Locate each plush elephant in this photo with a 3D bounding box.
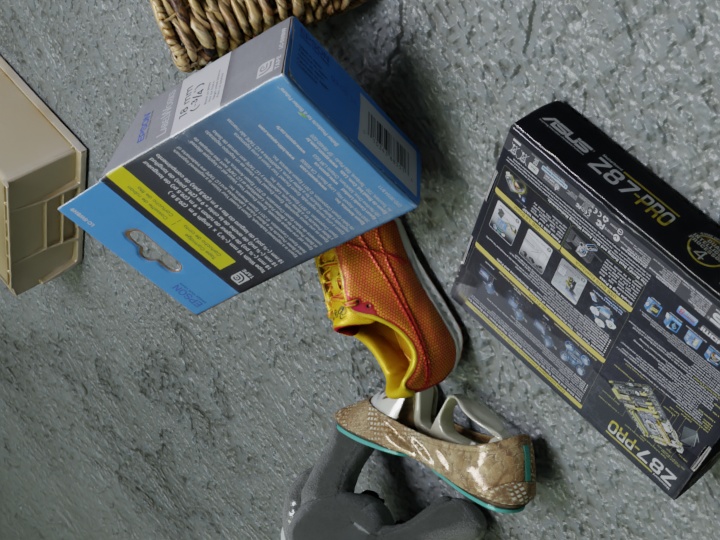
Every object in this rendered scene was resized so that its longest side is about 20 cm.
[{"bbox_3d":[0.000,0.252,1.044,0.165,0.200,0.155,31,157,26],"label":"plush elephant"}]

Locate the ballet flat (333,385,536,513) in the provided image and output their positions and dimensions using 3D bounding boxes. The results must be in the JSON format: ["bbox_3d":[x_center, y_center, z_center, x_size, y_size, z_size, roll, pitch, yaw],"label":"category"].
[{"bbox_3d":[0.059,0.121,0.950,0.200,0.070,0.065,18,103,42],"label":"ballet flat"}]

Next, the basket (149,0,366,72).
[{"bbox_3d":[-0.091,-0.251,0.838,0.143,0.149,0.200,-115,2,-78],"label":"basket"}]

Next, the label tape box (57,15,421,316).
[{"bbox_3d":[-0.081,-0.064,0.838,0.200,0.063,0.144,-25,132,28],"label":"label tape box"}]

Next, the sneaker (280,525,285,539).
[{"bbox_3d":[0.013,0.297,1.153,0.200,0.077,0.082,43,171,25],"label":"sneaker"}]

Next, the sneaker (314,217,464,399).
[{"bbox_3d":[0.000,0.000,0.905,0.200,0.077,0.073,57,149,7],"label":"sneaker"}]

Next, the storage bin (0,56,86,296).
[{"bbox_3d":[-0.392,-0.107,1.330,0.200,0.094,0.199,45,145,21],"label":"storage bin"}]

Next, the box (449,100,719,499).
[{"bbox_3d":[0.153,0.020,0.741,0.200,0.049,0.161,43,142,24],"label":"box"}]
